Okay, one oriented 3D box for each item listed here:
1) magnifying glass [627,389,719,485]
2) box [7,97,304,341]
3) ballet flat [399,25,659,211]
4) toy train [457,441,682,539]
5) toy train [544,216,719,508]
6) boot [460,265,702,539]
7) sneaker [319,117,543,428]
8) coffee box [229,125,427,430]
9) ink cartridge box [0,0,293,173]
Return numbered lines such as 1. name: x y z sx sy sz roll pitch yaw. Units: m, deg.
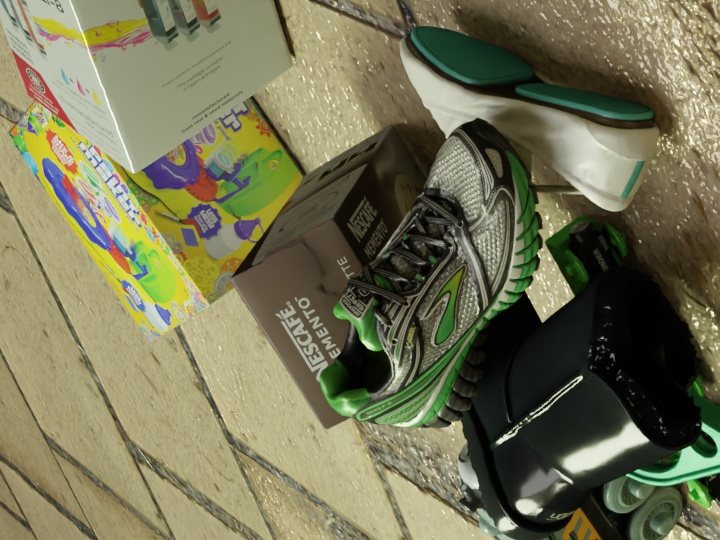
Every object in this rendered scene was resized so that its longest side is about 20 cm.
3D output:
1. magnifying glass: 0.204 0.096 1.379 0.199 0.022 0.080 12 131 43
2. box: -0.148 -0.073 1.838 0.200 0.122 0.193 55 159 -2
3. ballet flat: 0.085 -0.082 1.353 0.200 0.069 0.070 28 148 47
4. toy train: 0.128 0.142 1.525 0.085 0.114 0.200 36 168 40
5. toy train: 0.170 0.055 1.440 0.201 0.042 0.056 60 169 -15
6. boot: 0.111 0.036 1.372 0.168 0.076 0.201 -45 56 50
7. sneaker: 0.038 0.008 1.336 0.078 0.085 0.201 49 131 43
8. coffee box: 0.000 0.000 1.521 0.115 0.079 0.200 58 -161 -10
9. ink cartridge box: -0.160 -0.202 1.621 0.145 0.144 0.201 36 152 42
